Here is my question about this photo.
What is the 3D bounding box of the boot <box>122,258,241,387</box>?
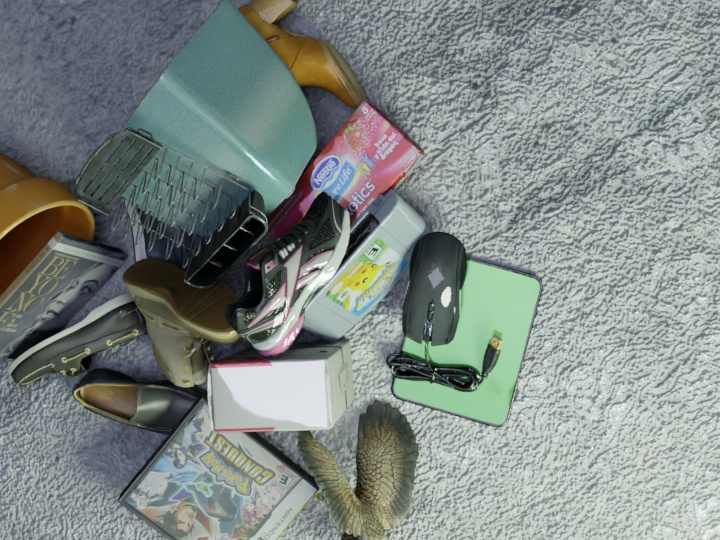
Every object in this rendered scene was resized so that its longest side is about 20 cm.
[{"bbox_3d":[-0.204,0.082,1.340,0.198,0.073,0.157,20,136,34],"label":"boot"}]

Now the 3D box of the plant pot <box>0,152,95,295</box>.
[{"bbox_3d":[-0.470,-0.063,1.370,0.183,0.200,0.201,41,99,18],"label":"plant pot"}]

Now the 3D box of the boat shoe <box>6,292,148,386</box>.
[{"bbox_3d":[-0.371,0.104,1.419,0.199,0.072,0.061,-31,86,6],"label":"boat shoe"}]

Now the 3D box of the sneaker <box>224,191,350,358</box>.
[{"bbox_3d":[-0.085,-0.005,1.236,0.086,0.080,0.203,33,76,-32],"label":"sneaker"}]

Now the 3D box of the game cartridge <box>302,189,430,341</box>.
[{"bbox_3d":[0.000,0.000,1.332,0.200,0.133,0.040,-48,64,5],"label":"game cartridge"}]

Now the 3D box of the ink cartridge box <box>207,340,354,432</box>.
[{"bbox_3d":[-0.092,0.139,1.322,0.143,0.200,0.085,-4,92,7],"label":"ink cartridge box"}]

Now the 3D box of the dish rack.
[{"bbox_3d":[-0.217,-0.072,1.213,0.198,0.055,0.153,27,134,-25],"label":"dish rack"}]

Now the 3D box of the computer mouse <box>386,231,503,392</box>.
[{"bbox_3d":[0.114,0.061,1.344,0.138,0.046,0.204,15,108,6],"label":"computer mouse"}]

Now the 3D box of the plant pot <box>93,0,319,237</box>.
[{"bbox_3d":[-0.166,-0.156,1.293,0.199,0.197,0.196,39,131,-13],"label":"plant pot"}]

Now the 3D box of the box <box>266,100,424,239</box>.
[{"bbox_3d":[-0.019,-0.102,1.342,0.095,0.100,0.201,41,99,3],"label":"box"}]

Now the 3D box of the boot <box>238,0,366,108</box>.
[{"bbox_3d":[-0.098,-0.245,1.363,0.144,0.071,0.202,-40,85,15],"label":"boot"}]

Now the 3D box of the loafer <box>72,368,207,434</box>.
[{"bbox_3d":[-0.281,0.179,1.413,0.196,0.072,0.074,8,94,6],"label":"loafer"}]

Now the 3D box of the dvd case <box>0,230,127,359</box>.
[{"bbox_3d":[-0.403,0.038,1.382,0.200,0.148,0.016,-47,70,8],"label":"dvd case"}]

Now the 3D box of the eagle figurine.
[{"bbox_3d":[-0.007,0.278,1.351,0.148,0.152,0.204,2,97,14],"label":"eagle figurine"}]

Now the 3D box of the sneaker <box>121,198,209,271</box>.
[{"bbox_3d":[-0.226,-0.084,1.375,0.143,0.077,0.206,-6,104,19],"label":"sneaker"}]

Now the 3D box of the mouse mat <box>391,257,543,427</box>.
[{"bbox_3d":[0.135,0.087,1.385,0.158,0.008,0.204,15,96,6],"label":"mouse mat"}]

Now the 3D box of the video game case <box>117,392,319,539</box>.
[{"bbox_3d":[-0.183,0.289,1.409,0.199,0.026,0.181,39,99,-12],"label":"video game case"}]
